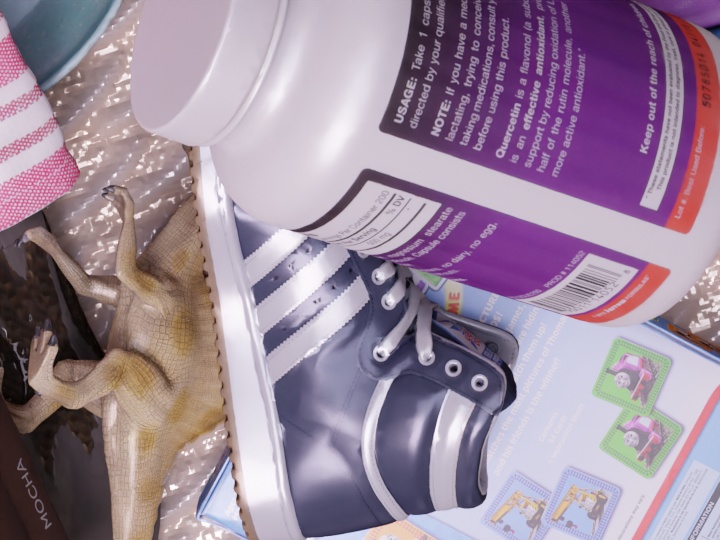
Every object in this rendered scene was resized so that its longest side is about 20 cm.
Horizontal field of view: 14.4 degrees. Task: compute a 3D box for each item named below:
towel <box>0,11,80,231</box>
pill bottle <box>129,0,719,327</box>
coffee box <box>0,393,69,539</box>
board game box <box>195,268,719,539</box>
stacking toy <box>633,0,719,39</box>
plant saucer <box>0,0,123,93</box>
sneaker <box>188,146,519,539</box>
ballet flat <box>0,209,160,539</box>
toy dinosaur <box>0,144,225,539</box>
[{"bbox_3d":[-0.187,-0.063,0.979,0.146,0.030,0.201,-38,135,-15],"label":"towel"},{"bbox_3d":[0.027,-0.056,0.969,0.199,0.112,0.113,17,101,-26],"label":"pill bottle"},{"bbox_3d":[-0.211,0.117,1.055,0.199,0.080,0.114,-19,101,28],"label":"coffee box"},{"bbox_3d":[0.058,0.073,1.110,0.199,0.037,0.152,27,99,-6],"label":"board game box"},{"bbox_3d":[0.157,-0.044,1.066,0.085,0.085,0.201,-20,101,3],"label":"stacking toy"},{"bbox_3d":[-0.176,-0.148,1.060,0.199,0.036,0.201,0,98,-3],"label":"plant saucer"},{"bbox_3d":[0.000,0.000,1.042,0.108,0.070,0.201,-5,104,10],"label":"sneaker"},{"bbox_3d":[-0.130,0.040,1.101,0.067,0.046,0.201,-27,107,-24],"label":"ballet flat"},{"bbox_3d":[-0.086,0.043,1.066,0.101,0.058,0.201,12,89,-31],"label":"toy dinosaur"}]
